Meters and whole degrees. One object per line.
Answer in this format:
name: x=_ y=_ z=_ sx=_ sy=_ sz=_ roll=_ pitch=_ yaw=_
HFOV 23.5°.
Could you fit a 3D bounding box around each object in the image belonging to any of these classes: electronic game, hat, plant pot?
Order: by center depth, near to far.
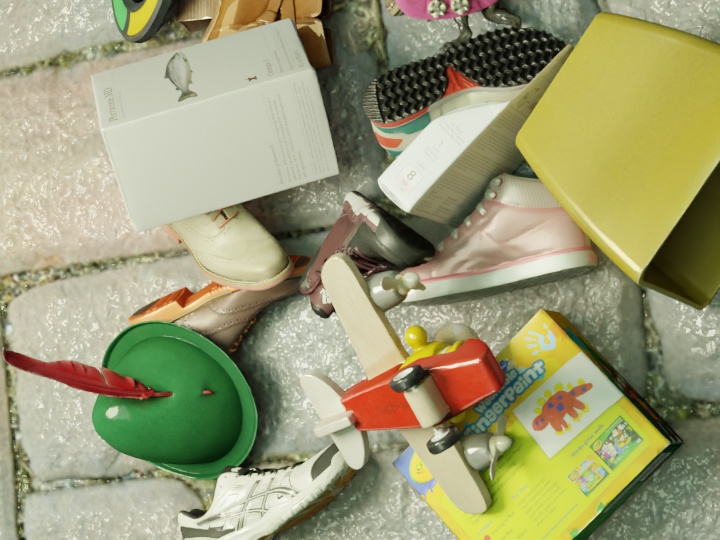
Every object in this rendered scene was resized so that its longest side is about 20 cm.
plant pot: x=0.253 y=-0.107 z=1.473 sx=0.176 sy=0.200 sz=0.200 roll=38 pitch=100 yaw=26
hat: x=-0.221 y=0.150 z=1.619 sx=0.199 sy=0.176 sz=0.166 roll=26 pitch=118 yaw=13
electronic game: x=-0.209 y=-0.324 z=1.702 sx=0.200 sy=0.041 sz=0.201 roll=-175 pitch=90 yaw=-65

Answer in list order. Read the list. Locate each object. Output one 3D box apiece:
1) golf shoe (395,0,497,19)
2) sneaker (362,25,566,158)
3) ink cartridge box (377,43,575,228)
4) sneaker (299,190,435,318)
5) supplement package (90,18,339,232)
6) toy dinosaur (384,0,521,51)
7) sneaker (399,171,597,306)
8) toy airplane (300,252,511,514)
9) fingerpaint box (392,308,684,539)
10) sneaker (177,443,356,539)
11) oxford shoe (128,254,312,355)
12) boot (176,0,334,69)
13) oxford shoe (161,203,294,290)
golf shoe: x=0.118 y=-0.297 z=1.588 sx=0.199 sy=0.092 sz=0.075 roll=-28 pitch=118 yaw=3
sneaker: x=0.103 y=-0.158 z=1.602 sx=0.199 sy=0.094 sz=0.071 roll=-18 pitch=58 yaw=0
ink cartridge box: x=0.119 y=-0.127 z=1.542 sx=0.057 sy=0.162 sz=0.200 roll=43 pitch=100 yaw=17
sneaker: x=0.000 y=0.000 z=1.570 sx=0.076 sy=0.200 sz=0.116 roll=34 pitch=93 yaw=-12
supplement package: x=-0.136 y=-0.136 z=1.604 sx=0.199 sy=0.118 sz=0.117 roll=-17 pitch=35 yaw=-4
toy dinosaur: x=0.113 y=-0.248 z=1.619 sx=0.199 sy=0.047 sz=0.089 roll=-7 pitch=76 yaw=18
sneaker: x=0.111 y=-0.030 z=1.585 sx=0.199 sy=0.075 sz=0.105 roll=-13 pitch=82 yaw=15
toy airplane: x=0.046 y=0.097 z=1.497 sx=0.199 sy=0.141 sz=0.201 roll=32 pitch=142 yaw=28
fingerpaint box: x=0.158 y=0.163 z=1.549 sx=0.200 sy=0.073 sz=0.167 roll=-48 pitch=71 yaw=12
sneaker: x=-0.095 y=0.213 z=1.647 sx=0.200 sy=0.076 sz=0.088 roll=-38 pitch=73 yaw=14
oxford shoe: x=-0.125 y=0.040 z=1.689 sx=0.199 sy=0.071 sz=0.073 roll=-20 pitch=102 yaw=20
boot: x=-0.100 y=-0.195 z=1.688 sx=0.154 sy=0.074 sz=0.201 roll=-1 pitch=95 yaw=12
oxford shoe: x=-0.140 y=-0.046 z=1.653 sx=0.071 sy=0.074 sz=0.200 roll=-37 pitch=47 yaw=-24
